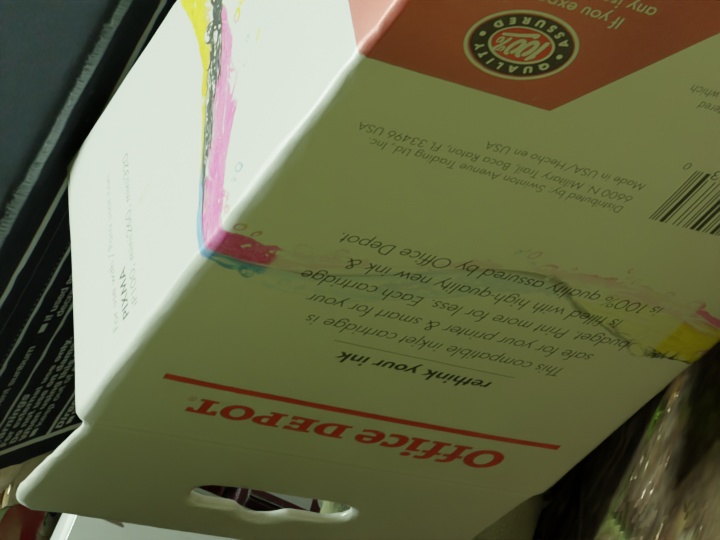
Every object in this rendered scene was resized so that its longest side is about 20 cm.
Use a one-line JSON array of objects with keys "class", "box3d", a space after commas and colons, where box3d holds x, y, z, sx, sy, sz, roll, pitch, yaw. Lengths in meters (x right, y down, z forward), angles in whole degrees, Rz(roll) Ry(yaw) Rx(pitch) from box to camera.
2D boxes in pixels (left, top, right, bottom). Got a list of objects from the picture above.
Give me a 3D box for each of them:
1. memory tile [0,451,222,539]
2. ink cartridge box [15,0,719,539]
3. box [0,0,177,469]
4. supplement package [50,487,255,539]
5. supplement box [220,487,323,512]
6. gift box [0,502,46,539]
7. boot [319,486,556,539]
[{"class": "memory tile", "box3d": [-0.108, 0.092, 0.826, 0.154, 0.017, 0.200, -63, -26, -21]}, {"class": "ink cartridge box", "box3d": [0.016, -0.017, 0.443, 0.200, 0.116, 0.068, -48, 40, 43]}, {"class": "box", "box3d": [-0.073, -0.064, 0.571, 0.201, 0.123, 0.198, -58, -16, 21]}, {"class": "supplement package", "box3d": [-0.055, 0.136, 0.709, 0.200, 0.120, 0.121, 138, 155, -79]}, {"class": "supplement box", "box3d": [-0.043, 0.134, 0.922, 0.109, 0.060, 0.201, -73, 7, -52]}, {"class": "gift box", "box3d": [-0.061, 0.149, 0.451, 0.201, 0.184, 0.187, -65, 13, -20]}, {"class": "boot", "box3d": [0.038, 0.004, 0.616, 0.200, 0.072, 0.156, -93, 26, -68]}]
